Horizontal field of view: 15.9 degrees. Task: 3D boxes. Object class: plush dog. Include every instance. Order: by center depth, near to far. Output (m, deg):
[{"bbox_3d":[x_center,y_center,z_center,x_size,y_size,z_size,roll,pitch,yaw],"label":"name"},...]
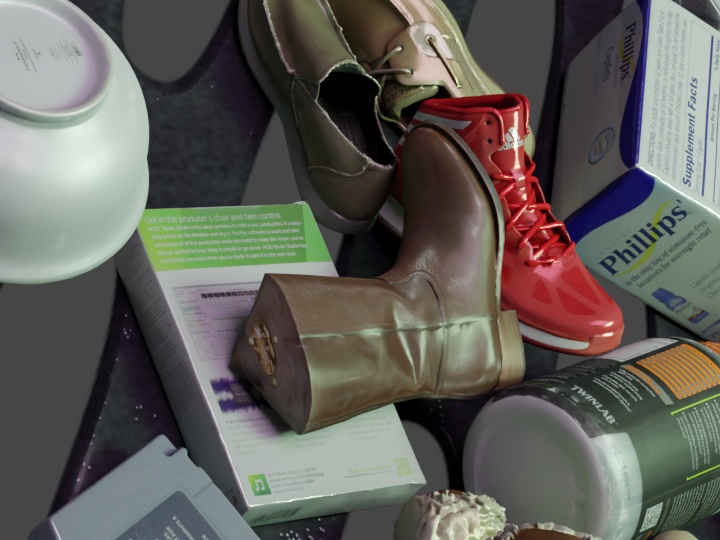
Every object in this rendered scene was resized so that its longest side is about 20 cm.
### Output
[{"bbox_3d":[0.106,0.225,1.472,0.172,0.200,0.161,20,86,-22],"label":"plush dog"}]

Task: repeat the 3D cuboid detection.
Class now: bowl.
[{"bbox_3d":[-0.200,-0.098,1.465,0.201,0.090,0.201,16,49,-19],"label":"bowl"}]

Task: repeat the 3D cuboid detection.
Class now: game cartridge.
[{"bbox_3d":[-0.087,0.196,1.401,0.200,0.041,0.133,51,37,3],"label":"game cartridge"}]

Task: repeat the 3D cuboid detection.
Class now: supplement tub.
[{"bbox_3d":[0.167,0.111,1.625,0.200,0.123,0.123,-15,70,-47],"label":"supplement tub"}]

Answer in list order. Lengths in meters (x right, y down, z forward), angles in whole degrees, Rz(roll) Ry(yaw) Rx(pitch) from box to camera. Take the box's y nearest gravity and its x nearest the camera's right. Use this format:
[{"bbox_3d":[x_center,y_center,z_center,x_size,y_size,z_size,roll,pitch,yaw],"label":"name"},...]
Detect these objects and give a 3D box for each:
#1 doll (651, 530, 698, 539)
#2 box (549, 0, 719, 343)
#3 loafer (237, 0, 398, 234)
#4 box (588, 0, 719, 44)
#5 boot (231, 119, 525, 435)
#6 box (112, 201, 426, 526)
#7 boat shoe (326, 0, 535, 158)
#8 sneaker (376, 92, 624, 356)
[{"bbox_3d":[0.240,0.238,1.593,0.200,0.136,0.048,53,8,-13],"label":"doll"},{"bbox_3d":[0.244,-0.065,1.843,0.200,0.105,0.184,31,44,-21],"label":"box"},{"bbox_3d":[-0.019,-0.122,1.682,0.075,0.070,0.200,0,60,-42],"label":"loafer"},{"bbox_3d":[0.279,-0.197,1.968,0.200,0.117,0.060,-20,74,-49],"label":"box"},{"bbox_3d":[0.000,0.000,1.550,0.200,0.064,0.187,-6,72,-40],"label":"boot"},{"bbox_3d":[-0.057,0.053,1.541,0.144,0.036,0.200,-3,63,-43],"label":"box"},{"bbox_3d":[0.037,-0.133,1.738,0.200,0.071,0.065,46,40,-5],"label":"boat shoe"},{"bbox_3d":[0.096,-0.039,1.636,0.200,0.116,0.078,35,34,22],"label":"sneaker"}]
